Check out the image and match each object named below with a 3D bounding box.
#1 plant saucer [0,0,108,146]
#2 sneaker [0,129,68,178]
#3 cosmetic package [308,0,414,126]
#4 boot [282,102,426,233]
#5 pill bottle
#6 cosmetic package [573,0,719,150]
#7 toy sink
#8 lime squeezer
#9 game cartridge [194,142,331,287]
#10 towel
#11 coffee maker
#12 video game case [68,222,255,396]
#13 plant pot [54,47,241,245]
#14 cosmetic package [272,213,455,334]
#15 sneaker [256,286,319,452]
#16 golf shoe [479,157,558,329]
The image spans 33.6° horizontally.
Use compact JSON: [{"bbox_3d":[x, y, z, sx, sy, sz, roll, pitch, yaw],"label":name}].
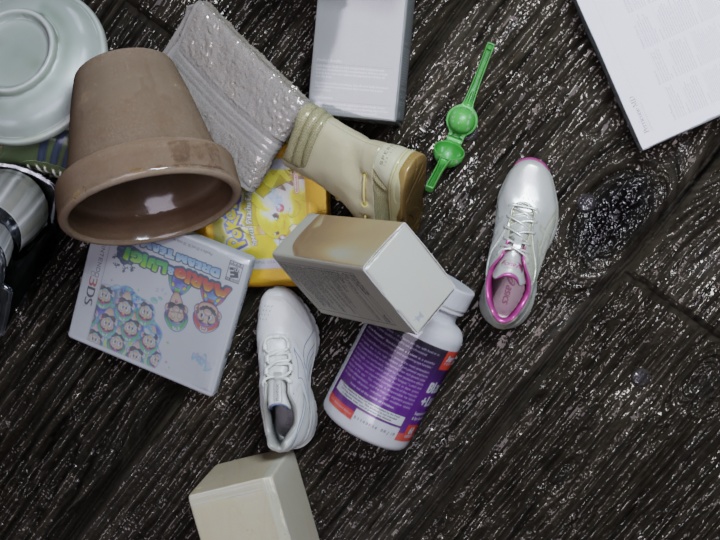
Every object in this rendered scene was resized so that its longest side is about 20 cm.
[{"bbox_3d":[-0.394,-0.245,1.379,0.200,0.050,0.201,-3,74,11],"label":"plant saucer"},{"bbox_3d":[-0.347,-0.130,1.411,0.200,0.067,0.090,-13,90,6],"label":"sneaker"},{"bbox_3d":[0.004,-0.269,1.342,0.107,0.090,0.201,8,95,7],"label":"cosmetic package"},{"bbox_3d":[-0.011,-0.089,1.337,0.155,0.200,0.073,28,60,15],"label":"boot"},{"bbox_3d":[0.049,0.094,1.363,0.111,0.111,0.200,28,100,4],"label":"pill bottle"},{"bbox_3d":[0.339,-0.254,1.314,0.151,0.052,0.200,-24,93,8],"label":"cosmetic package"},{"bbox_3d":[-0.116,0.330,1.405,0.112,0.130,0.200,-15,95,9],"label":"toy sink"},{"bbox_3d":[0.107,-0.164,1.352,0.038,0.071,0.200,16,68,21],"label":"lime squeezer"},{"bbox_3d":[-0.133,-0.067,1.410,0.199,0.032,0.177,-2,96,7],"label":"game cartridge"},{"bbox_3d":[-0.155,-0.202,1.358,0.200,0.034,0.133,45,116,19],"label":"towel"},{"bbox_3d":[-0.421,-0.001,1.348,0.134,0.200,0.193,-5,116,6],"label":"coffee maker"},{"bbox_3d":[-0.239,0.033,1.417,0.200,0.024,0.182,21,108,10],"label":"video game case"},{"bbox_3d":[-0.244,-0.144,1.306,0.200,0.200,0.175,-16,74,9],"label":"plant pot"},{"bbox_3d":[0.000,0.000,1.293,0.071,0.200,0.105,-49,118,-19],"label":"cosmetic package"},{"bbox_3d":[-0.087,0.119,1.397,0.074,0.087,0.201,-6,96,9],"label":"sneaker"},{"bbox_3d":[0.181,-0.028,1.343,0.075,0.092,0.201,9,96,8],"label":"golf shoe"}]
